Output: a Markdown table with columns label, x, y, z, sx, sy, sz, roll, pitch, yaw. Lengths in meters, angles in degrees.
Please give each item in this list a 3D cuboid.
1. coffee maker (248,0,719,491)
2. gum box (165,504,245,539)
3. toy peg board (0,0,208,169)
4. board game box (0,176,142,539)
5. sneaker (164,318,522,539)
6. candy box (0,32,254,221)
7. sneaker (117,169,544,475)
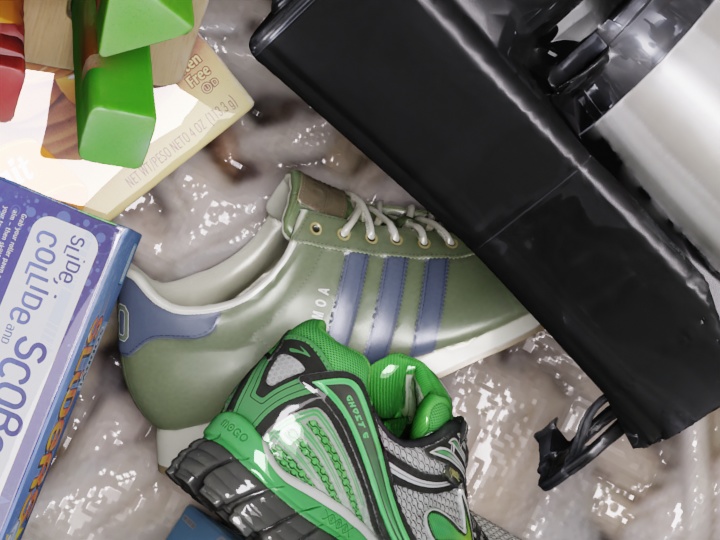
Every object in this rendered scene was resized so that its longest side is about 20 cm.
| label | x | y | z | sx | sy | sz | roll | pitch | yaw |
| --- | --- | --- | --- | --- | --- | --- | --- | --- | --- |
| coffee maker | 0.063 | -0.045 | 0.827 | 0.200 | 0.135 | 0.192 | 44 | 103 | -6 |
| gum box | 0.021 | 0.163 | 0.891 | 0.200 | 0.170 | 0.045 | 34 | 85 | -10 |
| toy peg board | -0.126 | -0.134 | 0.770 | 0.199 | 0.098 | 0.200 | 9 | 129 | -16 |
| board game box | -0.175 | 0.054 | 0.843 | 0.135 | 0.034 | 0.200 | 22 | 89 | 5 |
| sneaker | 0.019 | 0.084 | 0.893 | 0.085 | 0.078 | 0.200 | -53 | 142 | -1 |
| candy box | -0.153 | -0.044 | 0.905 | 0.200 | 0.055 | 0.116 | -39 | 97 | -6 |
| sneaker | 0.000 | 0.000 | 0.931 | 0.200 | 0.067 | 0.090 | -24 | 102 | -6 |
